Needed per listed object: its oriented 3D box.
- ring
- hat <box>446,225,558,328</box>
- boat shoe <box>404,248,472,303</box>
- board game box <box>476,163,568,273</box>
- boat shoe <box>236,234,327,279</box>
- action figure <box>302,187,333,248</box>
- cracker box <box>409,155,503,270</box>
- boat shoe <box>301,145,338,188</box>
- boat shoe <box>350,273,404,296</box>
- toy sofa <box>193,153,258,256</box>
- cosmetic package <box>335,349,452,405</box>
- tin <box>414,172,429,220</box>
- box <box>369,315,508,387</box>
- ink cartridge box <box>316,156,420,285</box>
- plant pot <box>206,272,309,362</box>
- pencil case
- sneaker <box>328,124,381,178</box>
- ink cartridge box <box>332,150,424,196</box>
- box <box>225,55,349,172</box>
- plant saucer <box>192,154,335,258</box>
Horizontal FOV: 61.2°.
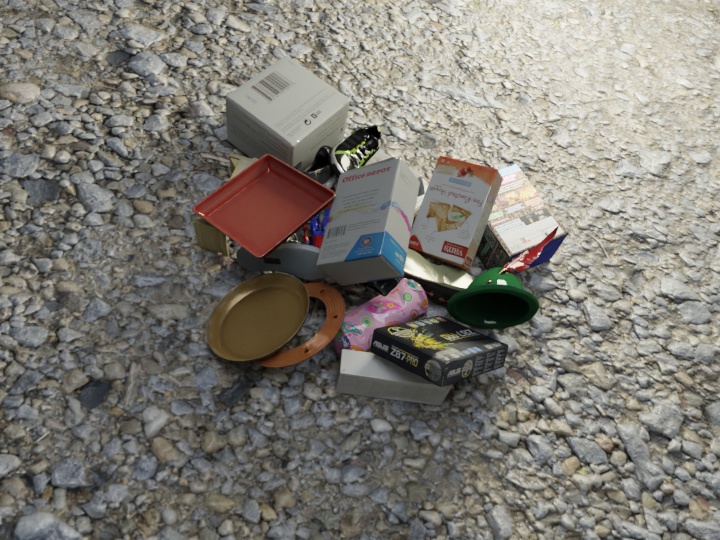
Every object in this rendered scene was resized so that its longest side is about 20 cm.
[{"bbox_3d":[-0.118,0.098,1.095,0.197,0.019,0.202,-15,39,12],"label":"ring"},{"bbox_3d":[0.262,0.000,1.179,0.197,0.166,0.179,16,58,-20],"label":"hat"},{"bbox_3d":[0.121,0.011,1.208,0.198,0.064,0.074,22,42,-1],"label":"boat shoe"},{"bbox_3d":[0.310,-0.104,1.298,0.157,0.097,0.202,-19,63,-20],"label":"board game box"},{"bbox_3d":[-0.137,-0.032,1.170,0.195,0.075,0.069,1,37,20],"label":"boat shoe"},{"bbox_3d":[-0.084,-0.079,1.241,0.064,0.052,0.203,-4,60,6],"label":"action figure"},{"bbox_3d":[0.190,-0.117,1.232,0.132,0.057,0.203,19,87,30],"label":"cracker box"},{"bbox_3d":[-0.074,-0.230,1.303,0.069,0.067,0.201,5,38,27],"label":"boat shoe"},{"bbox_3d":[0.002,0.002,1.160,0.198,0.074,0.068,27,75,47],"label":"boat shoe"},{"bbox_3d":[-0.250,-0.132,1.227,0.096,0.083,0.203,14,56,4],"label":"toy sofa"},{"bbox_3d":[0.057,0.189,1.078,0.196,0.083,0.051,8,56,-5],"label":"cosmetic package"},{"bbox_3d":[0.081,-0.143,1.321,0.111,0.042,0.200,37,59,19],"label":"tin"},{"bbox_3d":[0.138,0.135,1.056,0.160,0.050,0.198,24,19,40],"label":"box"},{"bbox_3d":[0.017,-0.087,1.094,0.142,0.084,0.203,-8,58,37],"label":"ink cartridge box"},{"bbox_3d":[-0.181,0.087,1.094,0.196,0.028,0.202,-11,43,11],"label":"plant pot"},{"bbox_3d":[0.032,0.088,1.135,0.198,0.088,0.088,-27,65,-24],"label":"pencil case"},{"bbox_3d":[-0.004,-0.260,1.291,0.072,0.082,0.201,49,35,-21],"label":"sneaker"},{"bbox_3d":[0.020,-0.186,1.307,0.158,0.048,0.200,-25,34,-16],"label":"ink cartridge box"},{"bbox_3d":[-0.161,-0.330,1.340,0.199,0.132,0.199,37,59,13],"label":"box"},{"bbox_3d":[-0.177,-0.116,1.133,0.199,0.037,0.199,33,60,28],"label":"plant saucer"}]
